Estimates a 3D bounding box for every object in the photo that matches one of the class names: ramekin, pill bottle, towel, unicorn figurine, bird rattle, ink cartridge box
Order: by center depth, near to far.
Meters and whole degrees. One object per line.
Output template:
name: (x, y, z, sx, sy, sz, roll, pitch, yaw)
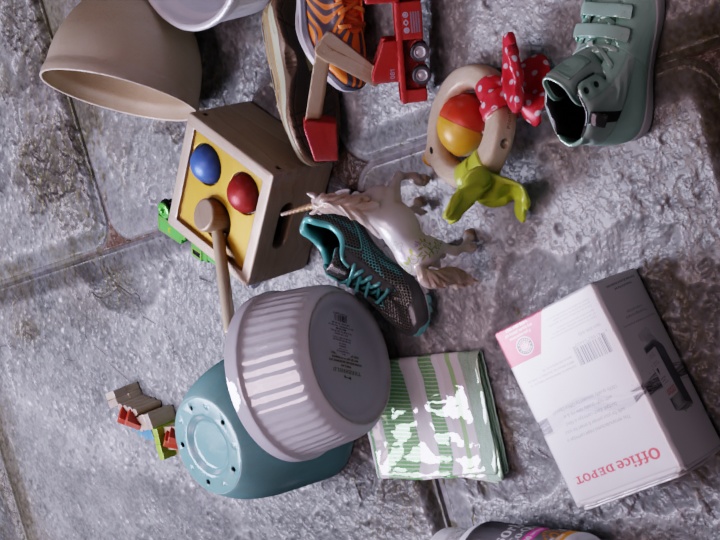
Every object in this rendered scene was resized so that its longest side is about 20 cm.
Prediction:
ink cartridge box: (0.246, 0.120, 1.339, 0.145, 0.085, 0.201, -32, 79, 45)
bird rattle: (0.119, -0.148, 1.370, 0.163, 0.112, 0.201, 35, 124, 52)
unicorn figurine: (0.036, -0.052, 1.449, 0.200, 0.137, 0.074, 39, 128, 29)
pill bottle: (0.169, 0.336, 1.464, 0.199, 0.116, 0.117, -4, 101, 45)
ramekin: (-0.052, 0.111, 1.530, 0.105, 0.200, 0.201, -18, 90, 33)
towel: (0.078, 0.174, 1.564, 0.199, 0.023, 0.153, -9, 96, 46)
ramekin: (-0.171, -0.386, 1.570, 0.200, 0.097, 0.202, 17, 115, 41)

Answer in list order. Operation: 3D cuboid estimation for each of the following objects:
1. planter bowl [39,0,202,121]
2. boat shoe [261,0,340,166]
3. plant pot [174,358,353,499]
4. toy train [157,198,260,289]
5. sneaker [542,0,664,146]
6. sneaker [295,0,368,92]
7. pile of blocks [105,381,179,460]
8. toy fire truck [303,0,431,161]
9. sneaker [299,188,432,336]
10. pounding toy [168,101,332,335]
planter bowl: (-0.285, -0.280, 1.668, 0.200, 0.200, 0.135, 6, 82, 43)
boat shoe: (-0.074, -0.218, 1.562, 0.076, 0.071, 0.201, -10, 88, 59)
plant pot: (-0.133, 0.193, 1.679, 0.200, 0.161, 0.202, 16, 114, 41)
toy train: (-0.195, -0.035, 1.753, 0.200, 0.042, 0.057, 33, 134, 33)
sneaker: (0.218, -0.211, 1.233, 0.074, 0.118, 0.202, 8, 108, 44)
sneaker: (-0.017, -0.301, 1.461, 0.112, 0.077, 0.201, -19, 90, 47)
pile of blocks: (-0.305, 0.227, 1.929, 0.199, 0.062, 0.083, 23, 119, 38)
toy fire truck: (0.003, -0.223, 1.428, 0.140, 0.049, 0.201, -5, 105, 0)
sneaker: (0.000, 0.000, 1.534, 0.200, 0.091, 0.078, 52, 133, 19)
pounding toy: (-0.145, -0.065, 1.618, 0.184, 0.142, 0.201, 37, 126, 31)
